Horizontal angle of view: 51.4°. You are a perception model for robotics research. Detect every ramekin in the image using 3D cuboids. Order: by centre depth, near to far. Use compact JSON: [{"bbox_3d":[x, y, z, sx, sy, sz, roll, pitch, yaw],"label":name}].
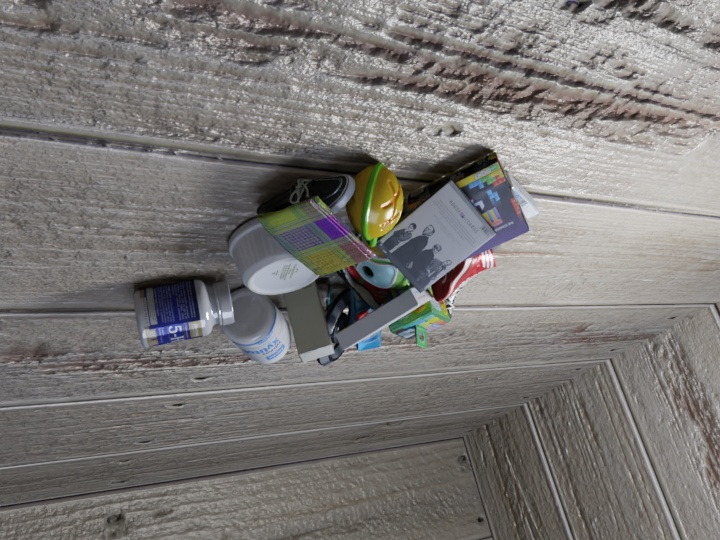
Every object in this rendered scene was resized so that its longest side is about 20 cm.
[{"bbox_3d":[-0.161,-0.029,1.500,0.197,0.096,0.203,-13,156,-6],"label":"ramekin"}]

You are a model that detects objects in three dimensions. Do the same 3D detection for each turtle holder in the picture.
[{"bbox_3d":[0.060,-0.037,1.567,0.128,0.145,0.185,7,173,-15],"label":"turtle holder"}]

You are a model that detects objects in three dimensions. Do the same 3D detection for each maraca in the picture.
[{"bbox_3d":[0.028,-0.120,1.393,0.104,0.140,0.200,16,167,11],"label":"maraca"}]

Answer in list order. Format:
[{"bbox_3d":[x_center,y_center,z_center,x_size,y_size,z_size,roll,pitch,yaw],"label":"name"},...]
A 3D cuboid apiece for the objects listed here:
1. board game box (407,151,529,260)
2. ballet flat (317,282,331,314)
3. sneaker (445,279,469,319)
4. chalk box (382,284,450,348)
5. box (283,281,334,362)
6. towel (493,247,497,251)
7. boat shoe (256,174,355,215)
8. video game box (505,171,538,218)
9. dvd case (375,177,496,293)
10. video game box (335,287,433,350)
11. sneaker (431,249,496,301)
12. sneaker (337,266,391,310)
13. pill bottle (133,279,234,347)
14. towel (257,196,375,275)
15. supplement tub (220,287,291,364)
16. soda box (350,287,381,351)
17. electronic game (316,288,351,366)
[{"bbox_3d":[0.215,-0.115,1.495,0.196,0.057,0.167,-25,114,18],"label":"board game box"},{"bbox_3d":[-0.102,0.083,1.845,0.065,0.070,0.202,4,150,2],"label":"ballet flat"},{"bbox_3d":[0.244,0.064,1.948,0.198,0.118,0.075,-30,153,29],"label":"sneaker"},{"bbox_3d":[0.131,0.085,1.807,0.122,0.204,0.124,-25,157,20],"label":"chalk box"},{"bbox_3d":[-0.120,0.092,1.656,0.080,0.205,0.069,-14,159,-2],"label":"box"},{"bbox_3d":[0.248,-0.059,1.647,0.140,0.023,0.201,-12,158,-10],"label":"towel"},{"bbox_3d":[-0.102,-0.131,1.348,0.196,0.075,0.068,-16,143,31],"label":"boat shoe"},{"bbox_3d":[0.265,-0.124,1.616,0.197,0.048,0.181,-27,157,23],"label":"video game box"},{"bbox_3d":[0.147,-0.066,1.476,0.199,0.025,0.150,-39,111,18],"label":"dvd case"},{"bbox_3d":[0.057,0.100,1.662,0.197,0.048,0.182,-32,172,14],"label":"video game box"},{"bbox_3d":[0.237,0.008,1.666,0.113,0.080,0.201,-5,157,-20],"label":"sneaker"},{"bbox_3d":[0.000,0.000,1.676,0.085,0.077,0.200,-46,127,-5],"label":"sneaker"},{"bbox_3d":[-0.371,0.085,1.581,0.195,0.122,0.120,-11,157,-13],"label":"pill bottle"},{"bbox_3d":[-0.078,-0.058,1.352,0.141,0.023,0.199,-16,140,33],"label":"towel"},{"bbox_3d":[-0.242,0.132,1.755,0.129,0.135,0.201,-17,156,3],"label":"supplement tub"},{"bbox_3d":[0.014,0.094,1.812,0.062,0.068,0.204,-10,127,-14],"label":"soda box"},{"bbox_3d":[-0.057,0.142,1.867,0.041,0.204,0.201,21,165,18],"label":"electronic game"}]
